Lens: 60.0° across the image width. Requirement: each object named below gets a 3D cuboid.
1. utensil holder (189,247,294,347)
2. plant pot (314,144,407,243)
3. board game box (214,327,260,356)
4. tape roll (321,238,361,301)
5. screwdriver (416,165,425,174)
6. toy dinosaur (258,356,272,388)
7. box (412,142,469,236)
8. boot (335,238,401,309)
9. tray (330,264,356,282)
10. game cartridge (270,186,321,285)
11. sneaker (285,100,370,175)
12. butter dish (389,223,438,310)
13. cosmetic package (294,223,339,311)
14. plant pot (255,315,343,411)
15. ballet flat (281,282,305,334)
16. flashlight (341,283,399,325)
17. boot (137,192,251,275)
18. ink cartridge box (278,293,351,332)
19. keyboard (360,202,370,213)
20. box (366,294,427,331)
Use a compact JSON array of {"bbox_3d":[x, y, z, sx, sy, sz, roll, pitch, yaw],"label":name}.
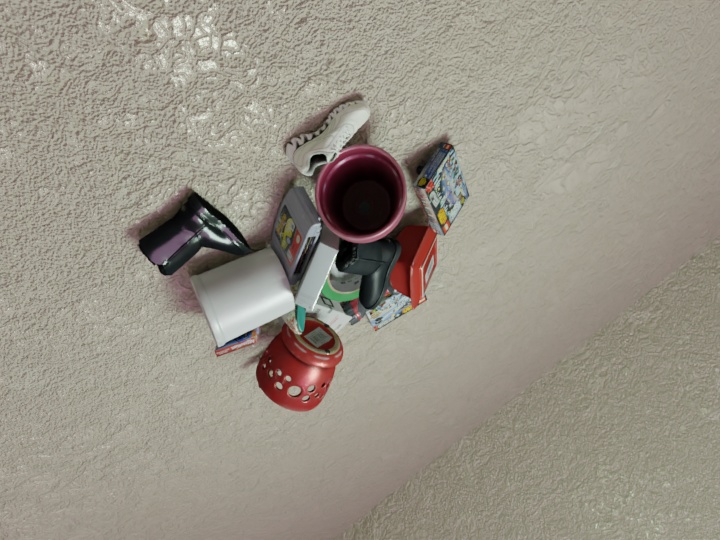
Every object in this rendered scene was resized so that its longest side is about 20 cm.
[{"bbox_3d":[-0.272,0.057,1.447,0.197,0.171,0.172,-24,147,-17],"label":"utensil holder"},{"bbox_3d":[0.007,-0.157,1.378,0.198,0.202,0.179,-33,174,2],"label":"plant pot"},{"bbox_3d":[-0.291,0.142,1.520,0.101,0.201,0.020,-21,109,4],"label":"board game box"},{"bbox_3d":[-0.028,-0.013,1.632,0.196,0.048,0.204,-17,133,-18],"label":"tape roll"},{"bbox_3d":[0.206,-0.236,1.597,0.029,0.029,0.198,-20,162,39],"label":"screwdriver"},{"bbox_3d":[-0.224,0.259,1.832,0.135,0.087,0.198,-42,164,34],"label":"toy dinosaur"},{"bbox_3d":[0.205,-0.199,1.555,0.138,0.039,0.201,-56,146,-15],"label":"box"},{"bbox_3d":[0.000,0.000,1.554,0.166,0.076,0.203,6,116,-42],"label":"boot"},{"bbox_3d":[-0.022,0.016,1.735,0.106,0.022,0.201,-27,147,-7],"label":"tray"},{"bbox_3d":[-0.149,-0.081,1.396,0.040,0.135,0.202,-5,141,-30],"label":"game cartridge"},{"bbox_3d":[-0.056,-0.269,1.284,0.198,0.082,0.075,-36,145,3],"label":"sneaker"},{"bbox_3d":[0.124,-0.032,1.695,0.201,0.145,0.202,80,30,-50],"label":"butter dish"},{"bbox_3d":[-0.098,-0.014,1.450,0.051,0.200,0.153,24,105,-8],"label":"cosmetic package"},{"bbox_3d":[-0.154,0.232,1.629,0.198,0.201,0.185,3,126,-41],"label":"plant pot"},{"bbox_3d":[-0.169,0.091,1.564,0.062,0.202,0.077,-13,124,9],"label":"ballet flat"},{"bbox_3d":[0.042,0.084,1.827,0.197,0.068,0.068,-30,114,4],"label":"flashlight"},{"bbox_3d":[-0.348,-0.053,1.317,0.167,0.077,0.200,-40,140,5],"label":"boot"},{"bbox_3d":[-0.127,0.123,1.741,0.116,0.067,0.199,-44,145,17],"label":"ink cartridge box"},{"bbox_3d":[0.051,-0.183,1.540,0.101,0.040,0.202,1,141,-6],"label":"keyboard"},{"bbox_3d":[0.107,0.097,1.929,0.197,0.040,0.138,-30,146,-4],"label":"box"}]
